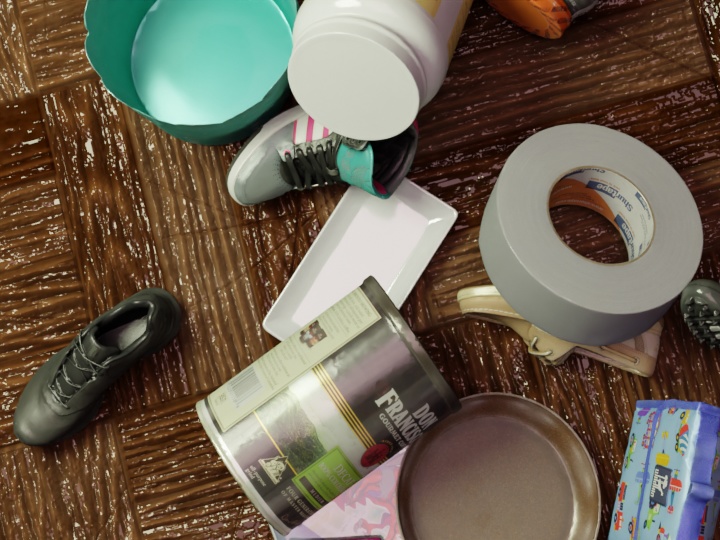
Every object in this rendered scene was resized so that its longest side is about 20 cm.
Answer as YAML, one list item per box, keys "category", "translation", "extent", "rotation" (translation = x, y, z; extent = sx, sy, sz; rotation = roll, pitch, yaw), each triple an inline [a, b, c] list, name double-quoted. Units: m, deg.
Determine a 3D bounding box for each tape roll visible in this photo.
- category: "tape roll"
  translation: [0.212, -0.035, 1.275]
  extent: [0.197, 0.066, 0.202]
  rotation: [6, 59, -10]

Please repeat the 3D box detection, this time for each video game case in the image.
- category: "video game case"
  translation: [0.017, 0.239, 1.318]
  extent: [0.198, 0.023, 0.184]
  rotation: [-23, 82, 1]

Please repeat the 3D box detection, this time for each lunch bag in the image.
- category: "lunch bag"
  translation: [0.286, 0.196, 1.217]
  extent: [0.093, 0.200, 0.153]
  rotation: [13, 84, 4]

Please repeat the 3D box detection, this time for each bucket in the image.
- category: "bucket"
  translation: [-0.152, -0.222, 1.325]
  extent: [0.204, 0.135, 0.210]
  rotation: [0, 84, 3]

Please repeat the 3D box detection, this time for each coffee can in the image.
- category: "coffee can"
  translation: [-0.028, 0.122, 1.252]
  extent: [0.199, 0.146, 0.147]
  rotation: [-36, 83, -1]

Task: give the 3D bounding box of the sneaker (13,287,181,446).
- category: "sneaker"
  translation: [-0.261, 0.088, 1.319]
  extent: [0.076, 0.091, 0.200]
  rotation: [44, 89, 5]

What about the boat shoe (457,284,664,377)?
- category: "boat shoe"
  translation: [0.186, 0.056, 1.304]
  extent: [0.197, 0.071, 0.065]
  rotation: [10, 83, 3]

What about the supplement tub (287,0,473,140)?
- category: "supplement tub"
  translation: [0.022, -0.232, 1.253]
  extent: [0.144, 0.146, 0.201]
  rotation: [18, 53, 5]

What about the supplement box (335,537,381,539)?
- category: "supplement box"
  translation: [-0.022, 0.354, 1.246]
  extent: [0.102, 0.101, 0.203]
  rotation: [-4, 95, -2]

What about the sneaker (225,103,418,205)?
- category: "sneaker"
  translation: [-0.024, -0.102, 1.311]
  extent: [0.199, 0.084, 0.121]
  rotation: [-35, 46, -4]

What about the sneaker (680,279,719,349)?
- category: "sneaker"
  translation: [0.366, 0.038, 1.268]
  extent: [0.199, 0.066, 0.092]
  rotation: [28, 69, -32]

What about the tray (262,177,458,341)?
- category: "tray"
  translation: [0.000, 0.000, 1.347]
  extent: [0.107, 0.022, 0.201]
  rotation: [33, 86, 6]

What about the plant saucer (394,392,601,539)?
- category: "plant saucer"
  translation: [0.126, 0.217, 1.292]
  extent: [0.197, 0.032, 0.203]
  rotation: [2, 77, -10]

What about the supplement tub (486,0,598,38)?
- category: "supplement tub"
  translation: [0.203, -0.333, 1.323]
  extent: [0.122, 0.123, 0.201]
  rotation: [30, 86, 6]
